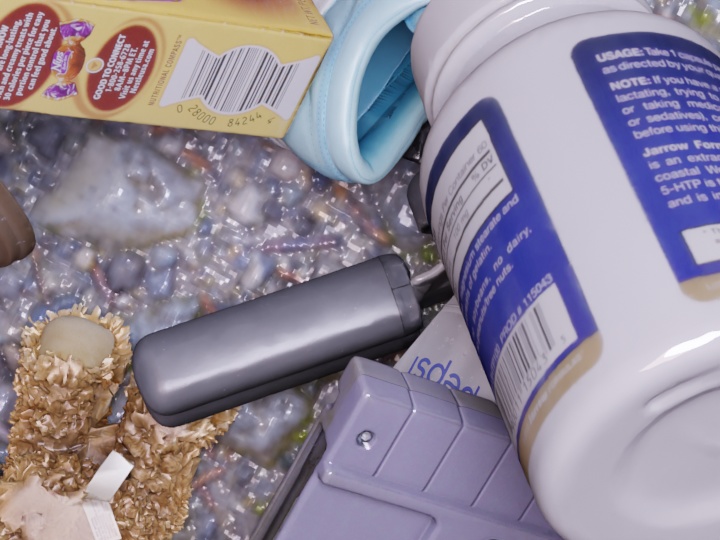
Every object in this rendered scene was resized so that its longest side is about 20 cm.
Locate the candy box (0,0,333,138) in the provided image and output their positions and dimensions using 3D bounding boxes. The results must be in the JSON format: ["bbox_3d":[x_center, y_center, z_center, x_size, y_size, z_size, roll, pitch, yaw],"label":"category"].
[{"bbox_3d":[-0.121,-0.113,0.747,0.057,0.199,0.117,-62,41,35],"label":"candy box"}]

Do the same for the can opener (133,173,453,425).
[{"bbox_3d":[0.000,0.000,0.826,0.198,0.053,0.067,-18,77,-6],"label":"can opener"}]

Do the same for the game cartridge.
[{"bbox_3d":[0.010,0.135,0.765,0.129,0.038,0.201,20,114,-20],"label":"game cartridge"}]

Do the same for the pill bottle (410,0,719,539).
[{"bbox_3d":[0.086,-0.016,0.686,0.119,0.120,0.201,-24,50,7],"label":"pill bottle"}]

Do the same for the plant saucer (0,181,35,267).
[{"bbox_3d":[-0.217,-0.058,0.805,0.199,0.200,0.030,32,73,7],"label":"plant saucer"}]

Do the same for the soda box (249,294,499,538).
[{"bbox_3d":[0.028,0.088,0.802,0.068,0.064,0.200,27,112,-36],"label":"soda box"}]

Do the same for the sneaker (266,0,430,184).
[{"bbox_3d":[0.038,-0.119,0.788,0.082,0.074,0.201,41,105,43],"label":"sneaker"}]

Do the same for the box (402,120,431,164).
[{"bbox_3d":[-0.038,-0.147,0.864,0.199,0.036,0.144,22,92,6],"label":"box"}]

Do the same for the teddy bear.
[{"bbox_3d":[-0.122,0.115,0.865,0.144,0.067,0.202,3,83,-2],"label":"teddy bear"}]
